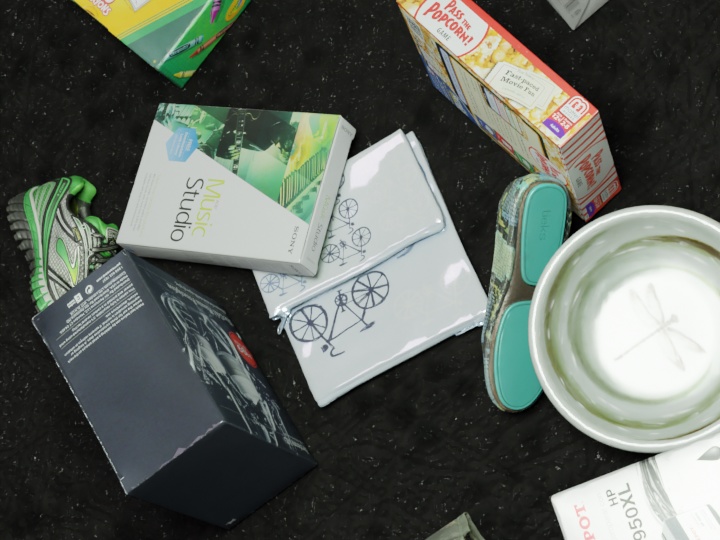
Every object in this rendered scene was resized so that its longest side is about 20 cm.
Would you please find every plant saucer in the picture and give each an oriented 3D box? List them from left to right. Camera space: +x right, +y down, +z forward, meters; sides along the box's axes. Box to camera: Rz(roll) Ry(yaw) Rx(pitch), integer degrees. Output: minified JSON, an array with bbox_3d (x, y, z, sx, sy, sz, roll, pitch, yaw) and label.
[{"bbox_3d":[0.237,0.049,1.533,0.200,0.050,0.200,-3,79,13],"label":"plant saucer"}]

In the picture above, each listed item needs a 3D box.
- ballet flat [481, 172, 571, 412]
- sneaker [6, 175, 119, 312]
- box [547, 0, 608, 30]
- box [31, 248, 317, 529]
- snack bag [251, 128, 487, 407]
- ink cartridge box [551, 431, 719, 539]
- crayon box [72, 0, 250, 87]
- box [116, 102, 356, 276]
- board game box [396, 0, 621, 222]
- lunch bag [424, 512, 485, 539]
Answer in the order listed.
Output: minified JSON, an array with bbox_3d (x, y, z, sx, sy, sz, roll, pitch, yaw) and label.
[{"bbox_3d":[0.135,0.016,1.583,0.074,0.074,0.200,14,99,25],"label":"ballet flat"},{"bbox_3d":[-0.259,-0.003,1.744,0.085,0.078,0.200,-29,66,12],"label":"sneaker"},{"bbox_3d":[0.135,-0.314,1.651,0.060,0.117,0.200,-41,64,7],"label":"box"},{"bbox_3d":[-0.153,0.104,1.603,0.104,0.200,0.182,-36,66,9],"label":"box"},{"bbox_3d":[0.000,0.000,1.669,0.188,0.021,0.200,-28,67,12],"label":"snack bag"},{"bbox_3d":[0.267,0.211,1.465,0.200,0.084,0.145,-23,69,15],"label":"ink cartridge box"},{"bbox_3d":[-0.209,-0.280,1.812,0.200,0.058,0.119,39,92,26],"label":"crayon box"},{"bbox_3d":[-0.114,-0.076,1.714,0.200,0.036,0.145,6,72,27],"label":"box"},{"bbox_3d":[0.125,-0.144,1.585,0.046,0.152,0.200,-43,65,-5],"label":"board game box"},{"bbox_3d":[0.077,0.320,1.490,0.164,0.118,0.200,-36,92,7],"label":"lunch bag"}]
